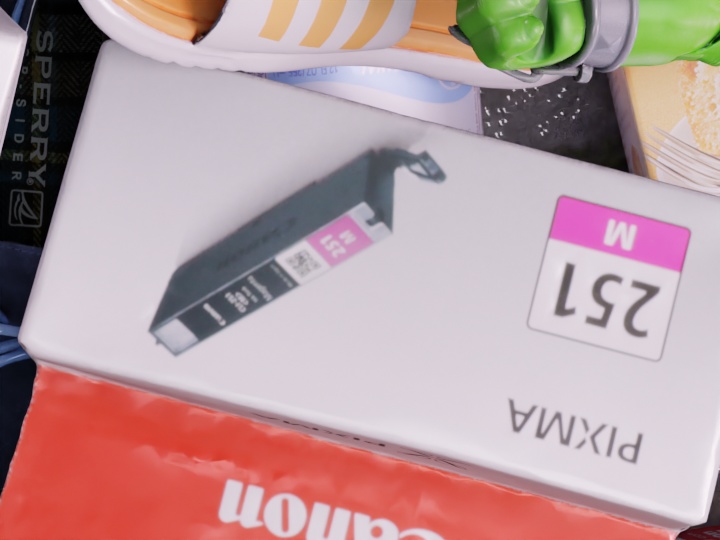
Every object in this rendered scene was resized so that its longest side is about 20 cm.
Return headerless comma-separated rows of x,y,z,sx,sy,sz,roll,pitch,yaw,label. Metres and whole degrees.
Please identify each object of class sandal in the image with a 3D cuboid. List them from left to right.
0.004,-0.100,0.803,0.206,0.059,0.079,2,67,-42,sandal

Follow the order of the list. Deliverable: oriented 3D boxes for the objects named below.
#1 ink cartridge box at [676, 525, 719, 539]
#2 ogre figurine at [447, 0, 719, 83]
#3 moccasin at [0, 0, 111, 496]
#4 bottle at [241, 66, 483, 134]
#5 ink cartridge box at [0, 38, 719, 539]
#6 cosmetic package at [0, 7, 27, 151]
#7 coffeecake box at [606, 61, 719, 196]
0.070,0.168,0.904,0.199,0.083,0.147,-3,106,-33,ink cartridge box
0.099,-0.130,0.768,0.120,0.098,0.201,25,51,-22,ogre figurine
-0.099,-0.001,0.847,0.080,0.068,0.201,-6,86,-19,moccasin
0.000,0.000,0.897,0.083,0.065,0.201,-8,103,-17,bottle
0.000,0.044,0.793,0.199,0.044,0.174,15,80,0,ink cartridge box
-0.208,-0.044,0.768,0.199,0.199,0.123,14,97,-16,cosmetic package
0.156,-0.057,0.863,0.153,0.073,0.201,-13,87,1,coffeecake box
